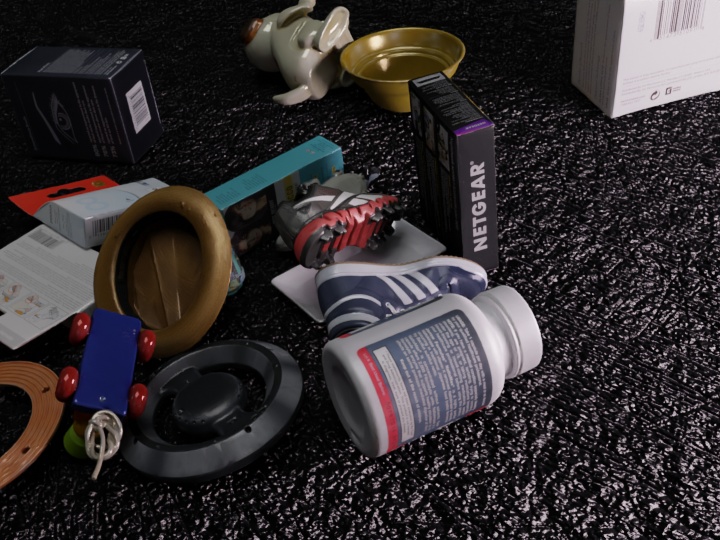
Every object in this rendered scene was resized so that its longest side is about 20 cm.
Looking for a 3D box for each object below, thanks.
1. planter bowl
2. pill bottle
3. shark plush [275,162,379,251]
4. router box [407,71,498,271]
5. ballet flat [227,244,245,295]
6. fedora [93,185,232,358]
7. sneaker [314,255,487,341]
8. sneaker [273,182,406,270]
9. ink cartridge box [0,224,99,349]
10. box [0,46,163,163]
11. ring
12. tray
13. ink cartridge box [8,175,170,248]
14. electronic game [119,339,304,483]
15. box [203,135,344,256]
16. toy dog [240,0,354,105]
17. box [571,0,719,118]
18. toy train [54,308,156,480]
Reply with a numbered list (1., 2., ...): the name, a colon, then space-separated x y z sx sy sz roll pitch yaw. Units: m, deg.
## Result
1. planter bowl: 0.070 -0.311 1.421 0.198 0.084 0.201 -5 38 4
2. pill bottle: 0.073 0.092 0.874 0.198 0.120 0.120 -21 40 -18
3. shark plush: -0.040 -0.098 1.172 0.091 0.083 0.201 39 47 -10
4. router box: 0.112 -0.115 1.067 0.051 0.201 0.150 -17 39 -10
5. ballet flat: -0.235 -0.023 1.111 0.198 0.075 0.074 9 40 20
6. fedora: -0.214 0.006 1.022 0.199 0.082 0.203 -7 72 22
7. sneaker: 0.052 0.046 0.980 0.198 0.070 0.109 -2 48 -9
8. sneaker: -0.026 -0.066 1.054 0.098 0.071 0.200 39 35 23
9. ink cartridge box: -0.399 0.029 1.087 0.199 0.045 0.176 23 45 33
10. box: -0.430 -0.259 1.378 0.198 0.149 0.105 7 39 16
11. ring: -0.398 0.170 0.913 0.198 0.019 0.201 -10 38 8
12. tray: 0.000 0.000 1.083 0.199 0.022 0.107 -29 42 -26
13. ink cartridge box: -0.364 -0.102 1.217 0.199 0.048 0.159 27 33 34
14. electronic game: -0.154 0.139 0.910 0.198 0.042 0.201 -11 34 7
15. box: -0.111 -0.099 1.177 0.199 0.083 0.049 -32 45 -29
16. toy dog: -0.110 -0.369 1.506 0.199 0.139 0.195 30 87 36
17. box: 0.440 -0.365 1.339 0.197 0.201 0.131 -15 40 -10
18. toy train: -0.264 0.147 0.868 0.084 0.116 0.201 17 41 -19
